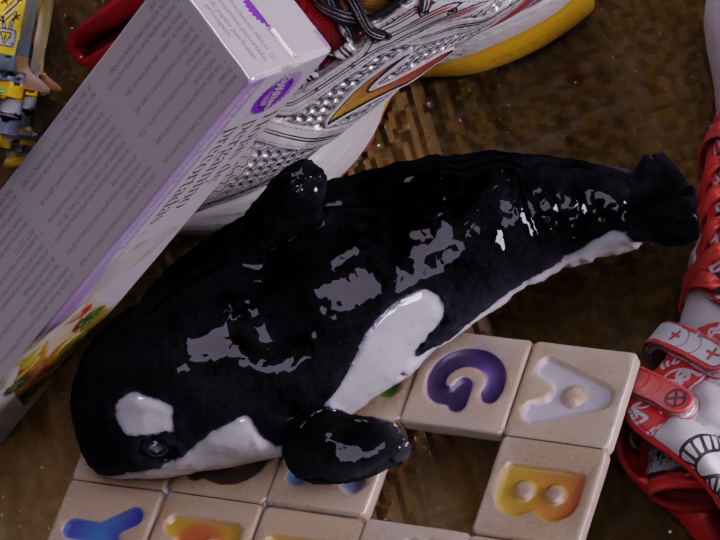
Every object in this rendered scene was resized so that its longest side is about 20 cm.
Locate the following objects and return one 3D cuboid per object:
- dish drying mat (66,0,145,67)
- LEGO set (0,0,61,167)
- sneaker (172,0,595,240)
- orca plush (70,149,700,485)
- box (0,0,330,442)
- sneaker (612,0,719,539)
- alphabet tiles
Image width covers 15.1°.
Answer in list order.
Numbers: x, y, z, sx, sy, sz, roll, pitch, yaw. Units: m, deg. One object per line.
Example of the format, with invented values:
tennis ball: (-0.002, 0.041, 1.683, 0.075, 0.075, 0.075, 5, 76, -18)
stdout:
dish drying mat: (-0.010, -0.127, 0.842, 0.018, 0.077, 0.200, 52, 50, -9)
LEGO set: (-0.161, -0.043, 0.806, 0.153, 0.200, 0.117, 9, 93, -13)
sneaker: (-0.009, -0.085, 0.857, 0.200, 0.082, 0.078, -34, 71, -9)
orca plush: (0.000, 0.000, 0.794, 0.199, 0.071, 0.106, -12, 51, 14)
box: (-0.082, -0.012, 0.783, 0.041, 0.200, 0.039, 51, 38, 12)
sneaker: (0.117, 0.002, 0.825, 0.107, 0.067, 0.202, -19, 72, -7)
alphabet tiles: (-0.023, 0.099, 0.782, 0.166, 0.008, 0.201, 6, 57, 23)
